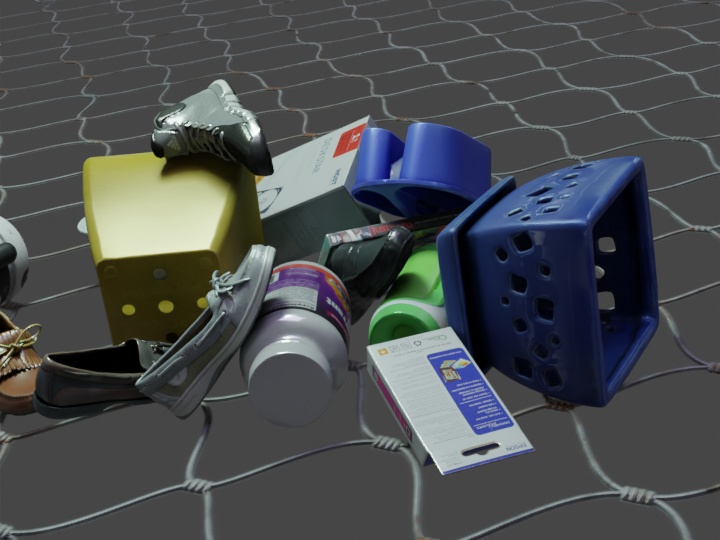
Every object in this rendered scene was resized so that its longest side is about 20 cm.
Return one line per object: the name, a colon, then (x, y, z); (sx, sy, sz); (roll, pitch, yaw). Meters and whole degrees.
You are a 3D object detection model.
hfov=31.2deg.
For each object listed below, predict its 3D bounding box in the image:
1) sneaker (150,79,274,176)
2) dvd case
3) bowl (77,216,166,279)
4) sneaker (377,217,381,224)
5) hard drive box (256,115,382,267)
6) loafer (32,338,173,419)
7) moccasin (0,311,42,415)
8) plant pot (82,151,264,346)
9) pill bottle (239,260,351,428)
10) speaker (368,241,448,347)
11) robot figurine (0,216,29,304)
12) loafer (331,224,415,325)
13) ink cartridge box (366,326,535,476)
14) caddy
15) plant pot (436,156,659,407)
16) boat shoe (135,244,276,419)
sneaker: (-0.173, -0.142, 1.446); (0.115, 0.076, 0.200); (-21, 32, -11)
dvd case: (0.045, -0.022, 1.532); (0.198, 0.146, 0.022); (-13, 67, -16)
bowl: (-0.257, -0.040, 1.664); (0.199, 0.091, 0.201); (-11, 17, 3)
sneaker: (-0.014, -0.040, 1.660); (0.089, 0.079, 0.200); (-14, 17, -3)
hard drive box: (-0.065, -0.093, 1.644); (0.199, 0.077, 0.156); (-20, 31, 28)
loafer: (-0.243, 0.101, 1.338); (0.199, 0.063, 0.072); (-13, 33, -40)
moccasin: (-0.379, 0.093, 1.396); (0.073, 0.078, 0.201); (-13, 28, -24)
plant pot: (-0.215, -0.008, 1.478); (0.198, 0.202, 0.177); (-5, 32, 1)
pill bottle: (-0.066, 0.077, 1.326); (0.110, 0.112, 0.200); (-4, 23, 3)
speaker: (0.068, 0.038, 1.425); (0.088, 0.089, 0.200); (1, 23, 15)
robot figurine: (-0.502, 0.006, 1.586); (0.149, 0.126, 0.200); (28, 35, 25)
loafer: (0.000, 0.000, 1.421); (0.068, 0.070, 0.201); (-54, 3, -30)
ink cartridge box: (0.082, 0.130, 1.236); (0.094, 0.037, 0.200); (-12, 34, -16)
caddy: (0.076, -0.101, 1.533); (0.140, 0.106, 0.199); (-3, -12, 33)
plant pot: (0.192, 0.006, 1.337); (0.178, 0.202, 0.200); (1, 23, 30)
boat shoe: (-0.150, 0.055, 1.292); (0.064, 0.203, 0.075); (31, 18, -12)
